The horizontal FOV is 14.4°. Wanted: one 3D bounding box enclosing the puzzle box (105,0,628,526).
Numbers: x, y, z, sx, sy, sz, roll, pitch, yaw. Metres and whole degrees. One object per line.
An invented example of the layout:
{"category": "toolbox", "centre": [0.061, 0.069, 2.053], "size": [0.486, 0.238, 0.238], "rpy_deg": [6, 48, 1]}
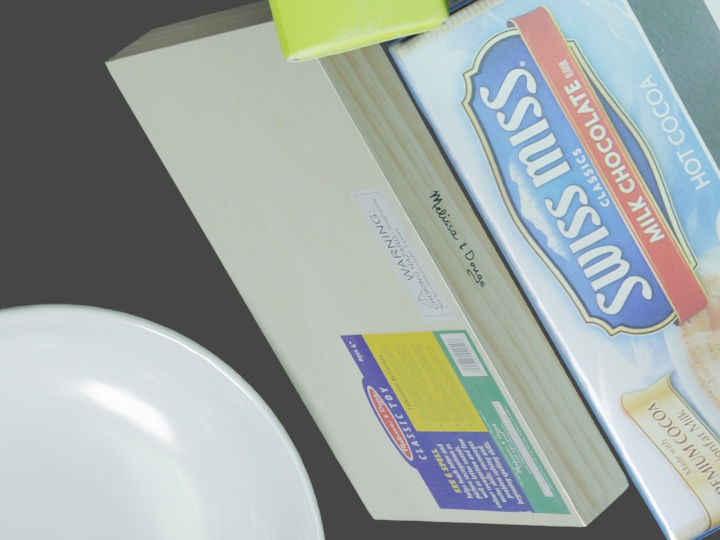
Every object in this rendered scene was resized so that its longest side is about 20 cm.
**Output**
{"category": "puzzle box", "centre": [0.000, 0.000, 0.977], "size": [0.025, 0.133, 0.200], "rpy_deg": [-38, 108, -29]}

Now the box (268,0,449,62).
{"category": "box", "centre": [-0.019, -0.162, 0.724], "size": [0.048, 0.122, 0.201], "rpy_deg": [-13, 103, 5]}

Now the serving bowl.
{"category": "serving bowl", "centre": [-0.115, 0.112, 1.015], "size": [0.200, 0.066, 0.201], "rpy_deg": [0, 89, -20]}

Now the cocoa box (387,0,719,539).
{"category": "cocoa box", "centre": [0.108, -0.035, 0.963], "size": [0.131, 0.133, 0.200], "rpy_deg": [-29, 104, 6]}
